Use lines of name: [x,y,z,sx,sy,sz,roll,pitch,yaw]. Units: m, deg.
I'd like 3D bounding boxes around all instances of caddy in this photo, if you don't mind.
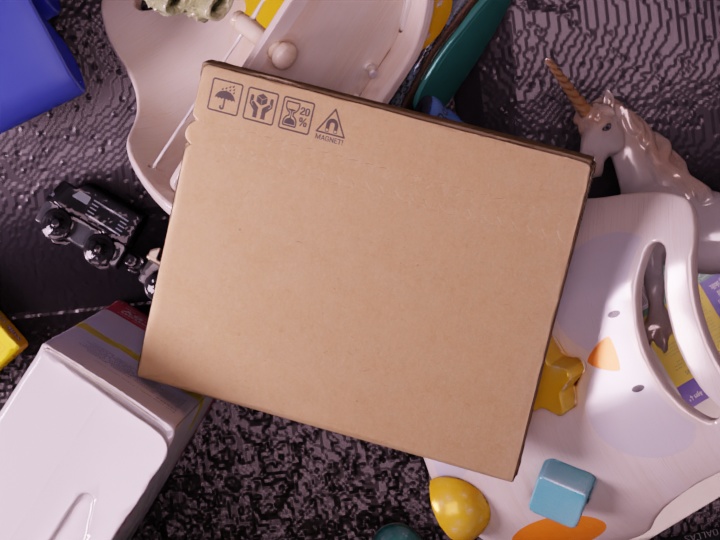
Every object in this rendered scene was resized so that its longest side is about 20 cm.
caddy: [-0.226,-0.151,1.113,0.104,0.200,0.142,-22,53,1]

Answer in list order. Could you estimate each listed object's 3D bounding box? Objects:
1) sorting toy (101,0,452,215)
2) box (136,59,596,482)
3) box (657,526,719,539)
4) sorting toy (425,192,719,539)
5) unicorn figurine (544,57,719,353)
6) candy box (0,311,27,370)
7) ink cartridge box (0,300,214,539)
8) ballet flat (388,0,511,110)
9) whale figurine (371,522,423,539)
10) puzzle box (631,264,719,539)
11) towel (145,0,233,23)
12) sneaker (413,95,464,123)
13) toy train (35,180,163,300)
sorting toy: [-0.061,-0.147,1.130,0.180,0.107,0.201,44,106,35]
box: [0.000,0.000,1.039,0.198,0.021,0.165,15,100,8]
box: [0.198,0.233,1.101,0.147,0.200,0.125,-14,111,6]
sorting toy: [0.115,0.045,1.078,0.179,0.106,0.202,-21,86,40]
unicorn figurine: [0.178,-0.017,1.136,0.198,0.074,0.139,12,76,-2]
candy box: [-0.298,0.071,1.219,0.200,0.026,0.102,-42,88,7]
ink cartridge box: [-0.150,0.105,1.124,0.083,0.200,0.146,33,97,0]
ballet flat: [0.012,-0.094,1.164,0.074,0.074,0.201,29,94,1]
whale figurine: [0.006,0.221,1.172,0.198,0.104,0.160,13,97,1]
puzzle box: [0.161,0.073,1.186,0.199,0.025,0.134,-31,91,7]
towel: [-0.098,-0.222,1.116,0.200,0.036,0.149,40,101,44]
sneaker: [-0.027,-0.018,1.096,0.199,0.066,0.079,-32,111,0]
toy train: [-0.090,0.007,1.196,0.199,0.034,0.046,31,85,1]
